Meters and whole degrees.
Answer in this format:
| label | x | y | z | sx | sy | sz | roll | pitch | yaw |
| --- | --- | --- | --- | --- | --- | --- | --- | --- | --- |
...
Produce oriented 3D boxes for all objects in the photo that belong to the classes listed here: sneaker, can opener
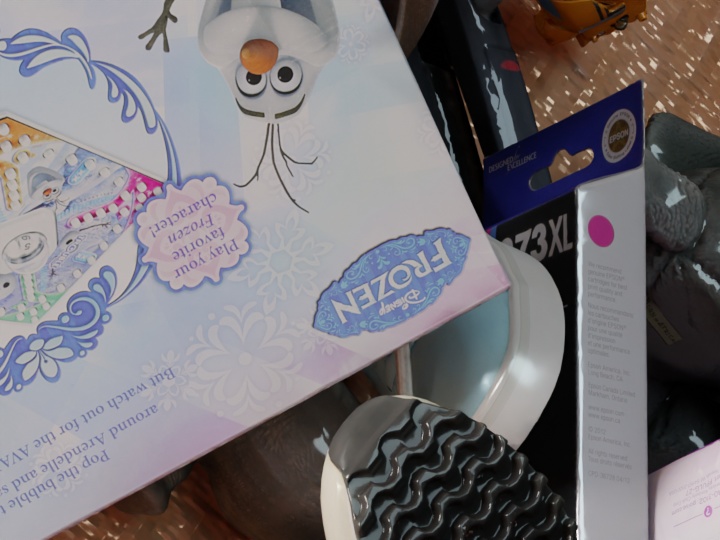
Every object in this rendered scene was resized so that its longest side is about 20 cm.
| label | x | y | z | sx | sy | sz | roll | pitch | yaw |
| --- | --- | --- | --- | --- | --- | --- | --- | --- | --- |
| sneaker | 0.033 | 0.119 | 0.723 | 0.070 | 0.093 | 0.200 | -48 | 117 | -26 |
| can opener | 0.040 | -0.070 | 0.953 | 0.078 | 0.063 | 0.200 | 0 | 63 | -41 |
| sneaker | 0.000 | 0.000 | 0.832 | 0.082 | 0.074 | 0.200 | 19 | 16 | -25 |

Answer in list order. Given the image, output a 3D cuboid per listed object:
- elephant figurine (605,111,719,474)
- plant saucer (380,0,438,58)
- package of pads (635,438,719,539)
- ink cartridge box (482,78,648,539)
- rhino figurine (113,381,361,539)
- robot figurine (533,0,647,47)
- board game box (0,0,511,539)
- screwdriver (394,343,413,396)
| label | x | y | z | sx | sy | sz | roll | pitch | yaw |
| --- | --- | --- | --- | --- | --- | --- | --- | --- | --- |
| elephant figurine | 0.158 | -0.005 | 0.970 | 0.141 | 0.155 | 0.200 | 33 | 42 | 4 |
| plant saucer | -0.013 | -0.158 | 0.866 | 0.032 | 0.200 | 0.201 | -15 | 72 | -18 |
| package of pads | 0.142 | 0.100 | 0.830 | 0.120 | 0.200 | 0.076 | 8 | 63 | -33 |
| ink cartridge box | 0.057 | 0.038 | 0.844 | 0.037 | 0.095 | 0.201 | 16 | 67 | -30 |
| rhino figurine | -0.043 | 0.042 | 0.807 | 0.200 | 0.060 | 0.087 | 53 | 47 | -5 |
| robot figurine | 0.063 | -0.158 | 0.958 | 0.145 | 0.058 | 0.200 | 65 | 8 | 17 |
| board game box | -0.086 | -0.036 | 0.701 | 0.200 | 0.043 | 0.199 | -28 | 111 | -6 |
| screwdriver | 0.017 | 0.100 | 0.778 | 0.029 | 0.028 | 0.201 | -58 | 144 | -70 |
